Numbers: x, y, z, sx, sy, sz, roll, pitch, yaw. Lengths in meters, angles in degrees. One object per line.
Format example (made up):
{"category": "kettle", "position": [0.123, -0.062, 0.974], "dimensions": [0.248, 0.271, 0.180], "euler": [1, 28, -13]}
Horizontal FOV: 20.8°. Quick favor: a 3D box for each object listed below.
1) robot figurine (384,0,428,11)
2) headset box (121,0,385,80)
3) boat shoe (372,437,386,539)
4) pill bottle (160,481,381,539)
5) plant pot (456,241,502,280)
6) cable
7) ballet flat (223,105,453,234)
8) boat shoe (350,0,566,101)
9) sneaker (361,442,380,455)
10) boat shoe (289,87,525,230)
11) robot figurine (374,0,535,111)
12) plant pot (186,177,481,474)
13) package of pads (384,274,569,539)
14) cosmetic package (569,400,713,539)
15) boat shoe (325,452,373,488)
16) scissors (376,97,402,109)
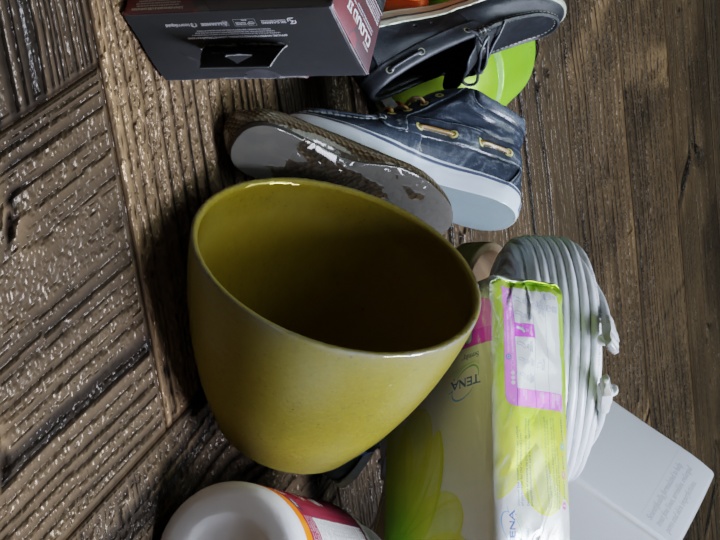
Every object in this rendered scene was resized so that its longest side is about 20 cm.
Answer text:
{"category": "robot figurine", "position": [0.032, -0.300, 1.529], "dimensions": [0.143, 0.116, 0.202], "euler": [26, 65, -49]}
{"category": "headset box", "position": [-0.057, -0.210, 1.268], "dimensions": [0.077, 0.147, 0.201], "euler": [58, 39, -52]}
{"category": "boat shoe", "position": [0.048, 0.131, 1.500], "dimensions": [0.073, 0.069, 0.202], "euler": [13, 101, -55]}
{"category": "pill bottle", "position": [-0.051, 0.209, 1.352], "dimensions": [0.200, 0.109, 0.111], "euler": [29, 64, -66]}
{"category": "plant pot", "position": [0.071, 0.075, 1.677], "dimensions": [0.201, 0.092, 0.203], "euler": [2, 90, -68]}
{"category": "cable", "position": [0.139, 0.074, 1.536], "dimensions": [0.201, 0.069, 0.201], "euler": [-98, -166, -50]}
{"category": "ballet flat", "position": [-0.016, -0.071, 1.417], "dimensions": [0.199, 0.068, 0.046], "euler": [21, 27, -31]}
{"category": "boat shoe", "position": [0.076, -0.173, 1.516], "dimensions": [0.063, 0.198, 0.075], "euler": [66, -27, 19]}
{"category": "sneaker", "position": [-0.018, 0.045, 1.456], "dimensions": [0.079, 0.088, 0.202], "euler": [-38, 124, -63]}
{"category": "boat shoe", "position": [0.032, -0.101, 1.485], "dimensions": [0.071, 0.199, 0.092], "euler": [134, -30, -57]}
{"category": "robot figurine", "position": [0.078, -0.176, 1.652], "dimensions": [0.200, 0.115, 0.177], "euler": [-44, 124, -60]}
{"category": "plant pot", "position": [-0.033, 0.052, 1.324], "dimensions": [0.200, 0.199, 0.143], "euler": [-51, 162, -57]}
{"category": "package of pads", "position": [0.080, 0.113, 1.361], "dimensions": [0.068, 0.154, 0.202], "euler": [8, 73, -29]}
{"category": "cosmetic package", "position": [0.188, 0.240, 1.779], "dimensions": [0.201, 0.164, 0.165], "euler": [-59, 171, 28]}
{"category": "boat shoe", "position": [-0.003, 0.074, 1.563], "dimensions": [0.061, 0.073, 0.201], "euler": [26, 67, -18]}
{"category": "scissors", "position": [0.022, -0.125, 1.526], "dimensions": [0.200, 0.014, 0.073], "euler": [45, 39, -25]}
